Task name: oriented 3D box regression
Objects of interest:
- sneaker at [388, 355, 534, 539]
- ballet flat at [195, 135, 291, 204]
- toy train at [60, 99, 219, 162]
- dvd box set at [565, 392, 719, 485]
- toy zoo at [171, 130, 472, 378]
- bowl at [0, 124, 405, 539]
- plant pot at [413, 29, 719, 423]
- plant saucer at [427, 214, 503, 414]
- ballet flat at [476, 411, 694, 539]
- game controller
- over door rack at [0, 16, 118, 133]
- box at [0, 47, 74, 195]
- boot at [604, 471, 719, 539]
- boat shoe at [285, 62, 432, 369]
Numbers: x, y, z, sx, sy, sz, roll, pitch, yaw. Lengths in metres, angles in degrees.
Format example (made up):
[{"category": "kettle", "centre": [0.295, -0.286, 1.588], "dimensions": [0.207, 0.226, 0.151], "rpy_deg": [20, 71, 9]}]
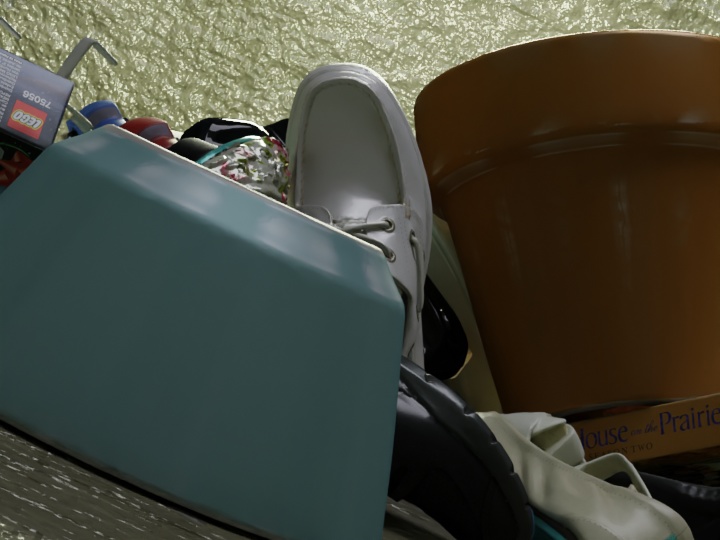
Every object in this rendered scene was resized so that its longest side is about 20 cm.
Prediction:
[{"category": "sneaker", "centre": [-0.010, 0.063, 0.964], "dimensions": [0.200, 0.082, 0.073], "rpy_deg": [44, -13, -10]}, {"category": "ballet flat", "centre": [-0.083, -0.003, 1.008], "dimensions": [0.064, 0.076, 0.200], "rpy_deg": [36, 39, 21]}, {"category": "toy train", "centre": [-0.113, -0.059, 1.197], "dimensions": [0.200, 0.034, 0.046], "rpy_deg": [21, -44, 58]}, {"category": "dvd box set", "centre": [0.166, 0.099, 1.181], "dimensions": [0.199, 0.030, 0.146], "rpy_deg": [-15, -20, 37]}, {"category": "toy zoo", "centre": [-0.020, 0.001, 1.234], "dimensions": [0.131, 0.020, 0.200], "rpy_deg": [10, 34, -45]}, {"category": "bowl", "centre": [-0.064, 0.017, 0.822], "dimensions": [0.200, 0.105, 0.201], "rpy_deg": [24, 2, -1]}, {"category": "plant pot", "centre": [0.133, -0.007, 1.194], "dimensions": [0.199, 0.184, 0.200], "rpy_deg": [-3, -14, -1]}, {"category": "plant saucer", "centre": [0.042, 0.050, 1.339], "dimensions": [0.050, 0.201, 0.200], "rpy_deg": [-20, 11, -11]}, {"category": "ballet flat", "centre": [0.092, 0.105, 1.067], "dimensions": [0.069, 0.070, 0.200], "rpy_deg": [25, 4, -29]}, {"category": "game controller", "centre": [-0.022, -0.014, 1.199], "dimensions": [0.104, 0.042, 0.200], "rpy_deg": [-3, 42, -35]}, {"category": "over door rack", "centre": [-0.132, -0.027, 1.129], "dimensions": [0.148, 0.067, 0.200], "rpy_deg": [21, -34, 58]}, {"category": "box", "centre": [-0.227, -0.066, 0.871], "dimensions": [0.199, 0.040, 0.137], "rpy_deg": [25, -38, -15]}, {"category": "boot", "centre": [0.207, 0.150, 1.125], "dimensions": [0.203, 0.074, 0.154], "rpy_deg": [13, -6, 29]}, {"category": "boat shoe", "centre": [0.000, 0.000, 1.076], "dimensions": [0.070, 0.201, 0.069], "rpy_deg": [-6, 3, 7]}]
